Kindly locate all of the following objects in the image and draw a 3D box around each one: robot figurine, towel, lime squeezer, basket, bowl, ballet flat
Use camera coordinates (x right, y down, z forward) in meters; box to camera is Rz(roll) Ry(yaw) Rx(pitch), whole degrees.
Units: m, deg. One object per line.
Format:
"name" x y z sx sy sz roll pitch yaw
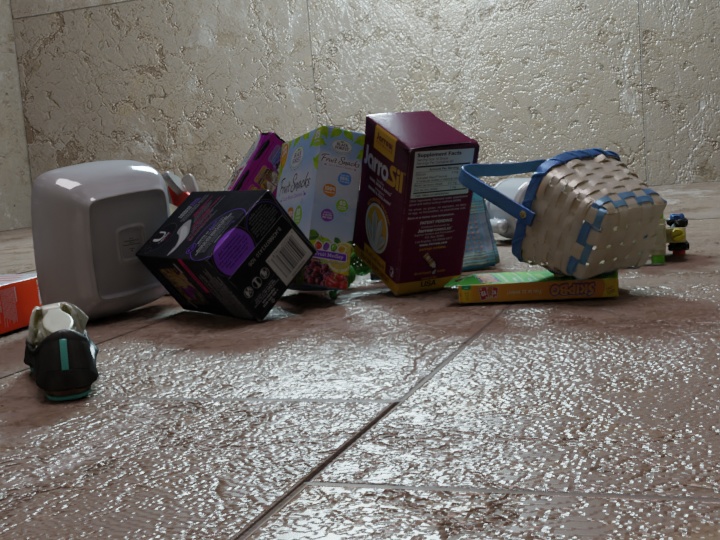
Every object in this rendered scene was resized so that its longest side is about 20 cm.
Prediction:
"robot figurine" 0.301 -0.113 1.825 0.168 0.114 0.200 -24 12 -16
"towel" 0.100 -0.064 1.471 0.198 0.148 0.022 -6 -20 -12
"lime squeezer" 0.000 0.000 1.384 0.070 0.038 0.199 8 29 38
"basket" 0.231 -0.076 1.150 0.175 0.140 0.200 -9 39 -37
"bowl" -0.316 -0.038 1.282 0.074 0.202 0.199 7 15 35
"ballet flat" -0.273 0.066 0.914 0.067 0.069 0.200 -9 7 -23

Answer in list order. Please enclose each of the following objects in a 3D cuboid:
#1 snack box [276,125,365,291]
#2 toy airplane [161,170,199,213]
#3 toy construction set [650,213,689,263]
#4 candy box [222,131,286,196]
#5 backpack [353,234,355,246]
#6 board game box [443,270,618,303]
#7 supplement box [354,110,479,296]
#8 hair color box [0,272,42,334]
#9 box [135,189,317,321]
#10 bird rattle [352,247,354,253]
"snack box" -0.063 -0.076 1.310 0.067 0.202 0.168 10 -6 -22
"toy airplane" -0.281 -0.064 1.634 0.200 0.141 0.199 39 5 -20
"toy construction set" 0.402 -0.056 1.425 0.130 0.093 0.200 -3 18 17
"candy box" -0.121 -0.118 1.672 0.200 0.137 0.061 39 -14 -26
"backpack" -0.061 -0.098 1.911 0.165 0.128 0.200 -11 5 -21
"board game box" 0.202 0.017 1.172 0.198 0.030 0.095 0 7 15
"supplement box" 0.069 -0.089 1.285 0.102 0.202 0.131 -7 28 -24
"hair color box" -0.476 0.046 1.264 0.110 0.065 0.200 -4 8 18
"box" -0.169 -0.021 1.229 0.199 0.106 0.123 6 50 53
"bird rattle" -0.054 -0.070 1.473 0.112 0.201 0.164 18 39 5
